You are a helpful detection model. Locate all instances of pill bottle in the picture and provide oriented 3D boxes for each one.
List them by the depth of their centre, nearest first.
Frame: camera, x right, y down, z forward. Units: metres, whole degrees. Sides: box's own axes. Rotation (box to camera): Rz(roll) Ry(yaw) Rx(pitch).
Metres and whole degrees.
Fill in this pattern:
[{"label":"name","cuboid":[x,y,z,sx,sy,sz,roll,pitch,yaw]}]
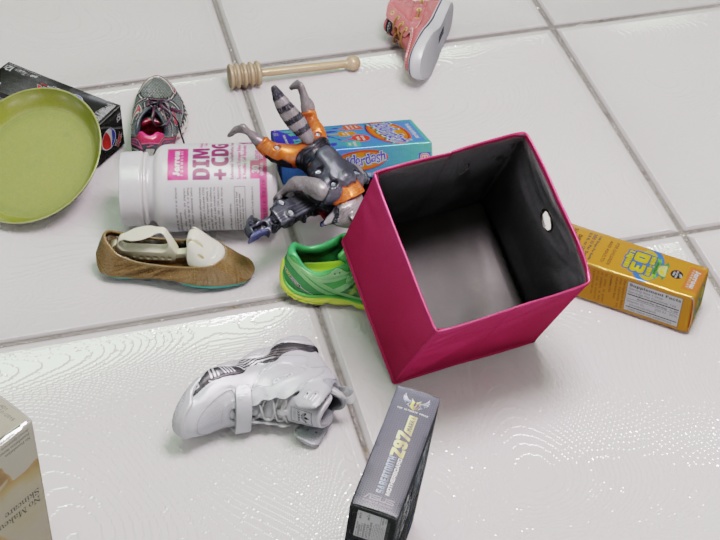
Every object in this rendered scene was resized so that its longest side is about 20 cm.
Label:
[{"label":"pill bottle","cuboid":[-0.206,-0.107,1.855,0.199,0.114,0.114,-2,43,-3]}]

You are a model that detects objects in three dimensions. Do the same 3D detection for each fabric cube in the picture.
[{"label":"fabric cube","cuboid":[0.114,-0.011,1.649,0.199,0.199,0.197,-16,72,-17]}]

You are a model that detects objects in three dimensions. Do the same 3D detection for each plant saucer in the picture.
[{"label":"plant saucer","cuboid":[-0.431,-0.147,1.907,0.199,0.031,0.201,-5,67,11]}]

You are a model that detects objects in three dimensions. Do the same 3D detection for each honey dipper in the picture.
[{"label":"honey dipper","cuboid":[-0.096,-0.298,2.125,0.199,0.038,0.038,-10,44,-15]}]

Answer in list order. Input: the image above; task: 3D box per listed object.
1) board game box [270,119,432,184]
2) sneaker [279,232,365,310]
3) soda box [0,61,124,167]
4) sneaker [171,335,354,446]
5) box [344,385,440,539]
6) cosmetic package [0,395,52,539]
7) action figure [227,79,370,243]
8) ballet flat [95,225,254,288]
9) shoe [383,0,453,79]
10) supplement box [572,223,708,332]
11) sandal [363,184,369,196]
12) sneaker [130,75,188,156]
[{"label":"board game box","cuboid":[-0.014,-0.160,1.928,0.199,0.045,0.152,-5,18,-8]},{"label":"sneaker","cuboid":[0.000,0.000,1.766,0.199,0.084,0.074,0,42,-2]},{"label":"soda box","cuboid":[-0.426,-0.217,2.000,0.199,0.071,0.063,23,47,21]},{"label":"sneaker","cuboid":[-0.104,0.149,1.606,0.200,0.075,0.115,-26,46,-31]},{"label":"box","cuboid":[0.024,0.237,1.422,0.051,0.200,0.158,17,45,8]},{"label":"cosmetic package","cuboid":[-0.372,0.224,1.427,0.071,0.200,0.105,30,51,27]},{"label":"action figure","cuboid":[-0.073,-0.121,1.768,0.194,0.105,0.200,48,55,5]},{"label":"ballet flat","cuboid":[-0.232,-0.023,1.794,0.199,0.073,0.068,6,43,4]},{"label":"shoe","cuboid":[0.074,-0.351,2.166,0.091,0.072,0.200,10,38,12]},{"label":"supplement box","cuboid":[0.323,0.006,1.782,0.199,0.069,0.067,20,48,16]},{"label":"sandal","cuboid":[0.073,-0.102,1.908,0.199,0.045,0.075,12,44,11]},{"label":"sneaker","cuboid":[-0.278,-0.209,1.994,0.080,0.075,0.200,-3,42,-5]}]
